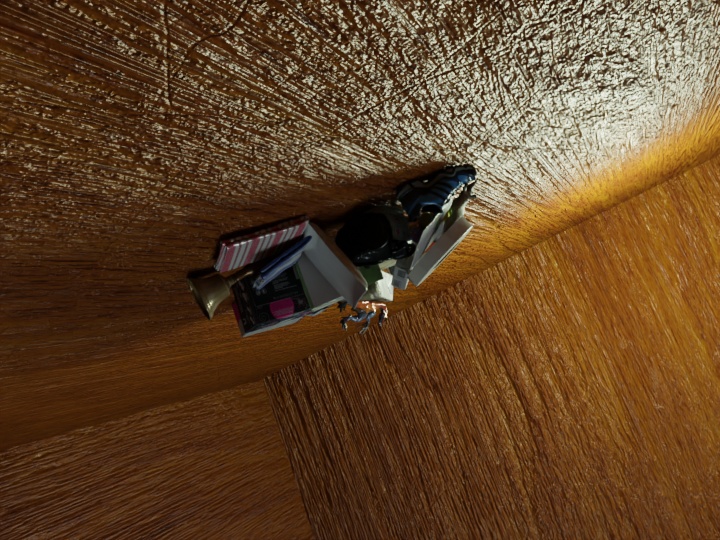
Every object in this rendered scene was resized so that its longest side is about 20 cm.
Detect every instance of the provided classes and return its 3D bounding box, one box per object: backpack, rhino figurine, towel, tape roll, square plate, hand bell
[{"bbox_3d":[0.049,-0.081,1.356,0.164,0.130,0.198,-15,175,31],"label":"backpack"},{"bbox_3d":[0.236,-0.152,1.476,0.201,0.060,0.087,-50,179,15],"label":"rhino figurine"},{"bbox_3d":[-0.209,-0.058,1.215,0.196,0.031,0.146,-21,169,-27],"label":"towel"},{"bbox_3d":[0.195,-0.046,1.418,0.203,0.037,0.203,-46,173,-7],"label":"tape roll"},{"bbox_3d":[-0.180,-0.015,1.318,0.146,0.024,0.200,-39,-179,-17],"label":"towel"},{"bbox_3d":[-0.059,-0.012,1.318,0.028,0.199,0.200,-40,174,-17],"label":"square plate"},{"bbox_3d":[-0.282,0.013,1.309,0.198,0.105,0.104,-33,174,-23],"label":"hand bell"}]

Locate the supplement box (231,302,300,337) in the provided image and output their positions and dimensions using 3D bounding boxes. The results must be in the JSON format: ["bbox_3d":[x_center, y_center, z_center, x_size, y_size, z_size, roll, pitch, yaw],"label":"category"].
[{"bbox_3d":[-0.260,0.111,1.686,0.197,0.103,0.103,-14,166,-40],"label":"supplement box"}]

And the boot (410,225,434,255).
[{"bbox_3d":[0.218,-0.100,1.656,0.198,0.109,0.074,-30,165,26],"label":"boot"}]

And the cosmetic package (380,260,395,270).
[{"bbox_3d":[0.069,-0.063,1.613,0.101,0.075,0.200,-23,168,3],"label":"cosmetic package"}]

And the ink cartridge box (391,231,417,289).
[{"bbox_3d":[0.135,-0.068,1.533,0.046,0.204,0.161,17,162,6],"label":"ink cartridge box"}]

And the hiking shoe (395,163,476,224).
[{"bbox_3d":[0.178,-0.171,1.294,0.196,0.089,0.075,-21,169,-9],"label":"hiking shoe"}]

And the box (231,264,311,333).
[{"bbox_3d":[-0.213,0.064,1.486,0.196,0.135,0.114,-14,170,-34],"label":"box"}]

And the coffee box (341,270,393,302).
[{"bbox_3d":[-0.011,0.048,1.729,0.195,0.082,0.114,-2,168,29],"label":"coffee box"}]

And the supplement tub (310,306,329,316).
[{"bbox_3d":[-0.104,0.038,1.606,0.120,0.125,0.199,-13,166,-39],"label":"supplement tub"}]

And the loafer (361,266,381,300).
[{"bbox_3d":[0.000,0.000,1.510,0.067,0.202,0.077,-21,132,3],"label":"loafer"}]

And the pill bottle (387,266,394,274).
[{"bbox_3d":[0.182,-0.044,1.831,0.196,0.109,0.106,-26,168,14],"label":"pill bottle"}]

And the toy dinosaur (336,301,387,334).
[{"bbox_3d":[0.021,0.121,1.663,0.178,0.108,0.200,-10,165,-30],"label":"toy dinosaur"}]

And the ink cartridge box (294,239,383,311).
[{"bbox_3d":[-0.057,-0.003,1.447,0.196,0.149,0.048,-21,169,-6],"label":"ink cartridge box"}]

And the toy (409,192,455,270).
[{"bbox_3d":[0.156,-0.102,1.347,0.200,0.047,0.117,-43,156,-46],"label":"toy"}]
